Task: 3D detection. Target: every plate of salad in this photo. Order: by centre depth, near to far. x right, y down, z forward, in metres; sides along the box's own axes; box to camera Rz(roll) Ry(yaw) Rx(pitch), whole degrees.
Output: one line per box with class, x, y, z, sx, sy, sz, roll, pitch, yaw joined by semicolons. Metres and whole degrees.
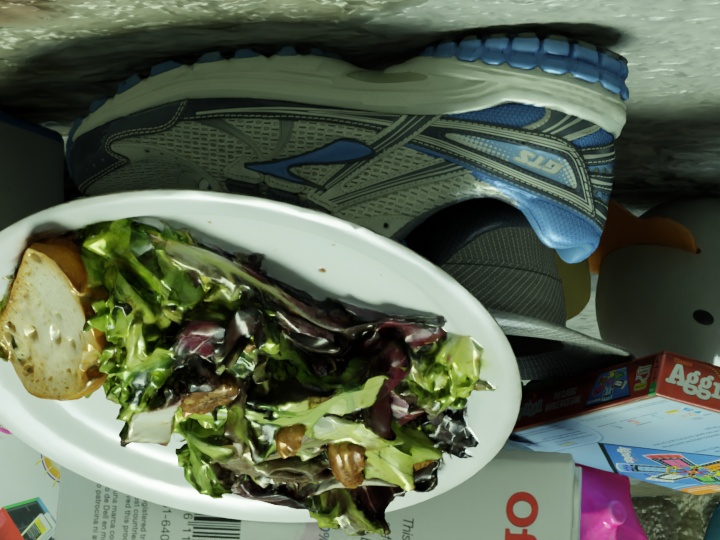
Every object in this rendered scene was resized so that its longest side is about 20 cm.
plate of salad;-0.045;0.041;0.931;0.199;0.048;0.200;5;143;4

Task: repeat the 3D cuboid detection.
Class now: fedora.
fedora;0.007;-0.008;1.055;0.199;0.091;0.177;-1;171;12

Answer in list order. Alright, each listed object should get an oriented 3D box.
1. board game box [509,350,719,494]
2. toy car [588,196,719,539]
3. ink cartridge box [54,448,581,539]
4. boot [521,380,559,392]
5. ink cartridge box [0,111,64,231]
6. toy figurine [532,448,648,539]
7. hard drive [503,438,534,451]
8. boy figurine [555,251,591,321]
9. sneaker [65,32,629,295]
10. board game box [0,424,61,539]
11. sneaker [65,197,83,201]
board game box;0.128;0.063;1.080;0.103;0.019;0.200;17;168;-13
toy car;0.181;0.024;1.208;0.200;0.185;0.177;33;157;-20
ink cartridge box;-0.016;0.143;1.046;0.199;0.145;0.084;2;165;6
boot;0.041;0.098;1.351;0.200;0.066;0.165;-20;167;-13
ink cartridge box;-0.228;-0.013;0.990;0.200;0.085;0.146;-7;170;24
toy figurine;0.053;0.139;1.237;0.199;0.150;0.184;5;145;-2
hard drive;-0.031;0.066;1.093;0.132;0.026;0.200;-4;164;29
boy figurine;0.000;0.000;1.198;0.199;0.065;0.124;-5;171;11
sneaker;-0.008;-0.030;0.930;0.199;0.085;0.077;-4;171;16
board game box;-0.173;0.105;1.089;0.040;0.200;0.153;31;169;33
sneaker;-0.165;0.005;1.154;0.200;0.074;0.088;-7;172;27
